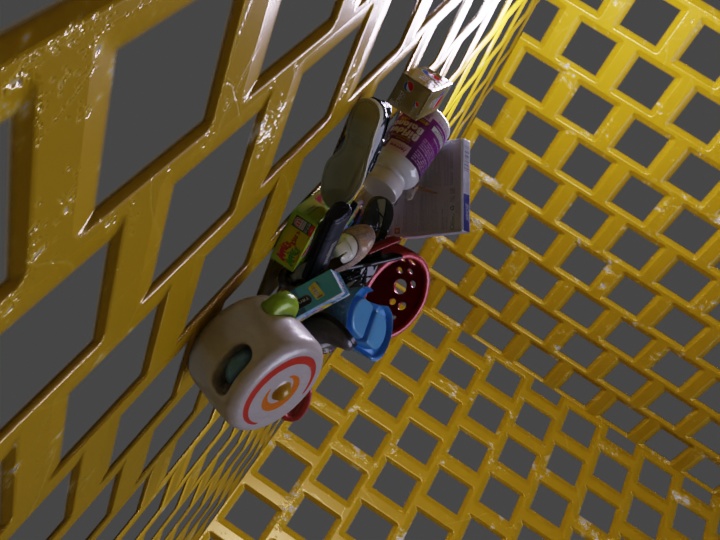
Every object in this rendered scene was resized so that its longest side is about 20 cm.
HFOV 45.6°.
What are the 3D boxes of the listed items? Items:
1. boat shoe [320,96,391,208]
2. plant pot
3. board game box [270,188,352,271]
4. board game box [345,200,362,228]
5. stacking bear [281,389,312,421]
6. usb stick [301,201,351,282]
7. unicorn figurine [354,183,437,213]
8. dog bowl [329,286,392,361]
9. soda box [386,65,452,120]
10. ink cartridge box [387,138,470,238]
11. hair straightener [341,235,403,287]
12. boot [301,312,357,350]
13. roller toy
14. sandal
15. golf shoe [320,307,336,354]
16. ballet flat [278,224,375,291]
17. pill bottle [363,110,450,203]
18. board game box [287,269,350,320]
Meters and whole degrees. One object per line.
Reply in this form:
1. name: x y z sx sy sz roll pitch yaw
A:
1. boat shoe: -0.003 -0.189 1.382 0.066 0.074 0.200 -29 144 -54
2. plant pot: 0.017 0.022 1.821 0.200 0.182 0.201 -25 129 -35
3. board game box: -0.076 -0.084 1.468 0.102 0.047 0.200 -59 174 29
4. board game box: -0.072 -0.048 1.671 0.201 0.057 0.165 -57 174 -1
5. stacking bear: -0.157 0.174 1.660 0.114 0.121 0.200 -55 -154 23
6. usb stick: -0.058 -0.043 1.423 0.055 0.033 0.200 -48 172 -35
7. unicorn figurine: 0.039 -0.148 1.807 0.199 0.074 0.138 8 -130 45
8. dog bowl: 0.000 0.100 1.650 0.200 0.049 0.112 48 58 -56
9. soda box: 0.115 -0.337 1.622 0.064 0.068 0.200 -59 175 23
10. ink cartridge box: 0.141 -0.170 1.831 0.041 0.199 0.201 9 81 -53
11. hair straightener: 0.000 0.000 1.635 0.199 0.041 0.077 -24 114 -31
12. boot: -0.109 0.135 1.556 0.132 0.199 0.070 -48 134 -23
13. roller toy: -0.154 0.146 1.305 0.182 0.140 0.201 -30 149 -27
14. sandal: 0.004 -0.051 1.688 0.057 0.080 0.202 18 -99 57
15. golf shoe: -0.079 0.094 1.672 0.200 0.072 0.093 -80 158 -65
16. ballet flat: -0.059 -0.020 1.551 0.199 0.068 0.067 -33 177 -1
17. pill bottle: 0.088 -0.236 1.736 0.200 0.112 0.112 -56 175 -22
18. board game box: -0.120 0.068 1.475 0.199 0.047 0.151 -29 175 3
